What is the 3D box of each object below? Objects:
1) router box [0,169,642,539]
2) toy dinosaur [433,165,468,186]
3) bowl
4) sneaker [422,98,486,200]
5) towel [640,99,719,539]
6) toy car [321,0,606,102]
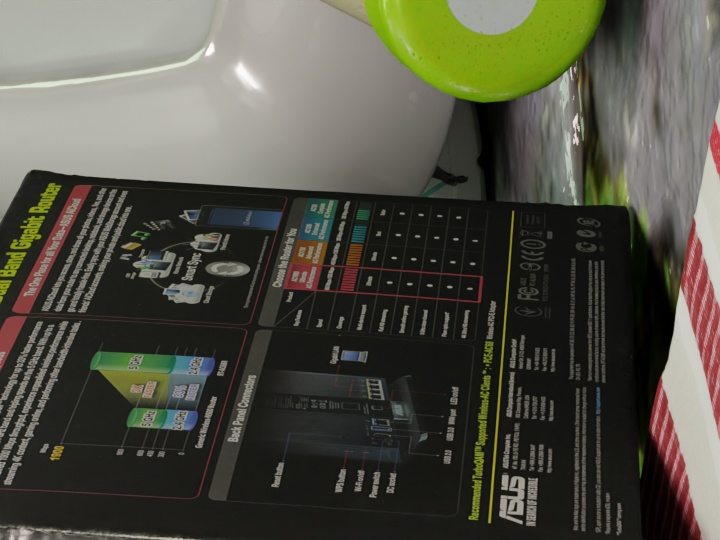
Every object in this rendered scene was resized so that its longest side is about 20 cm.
[{"bbox_3d":[-0.017,0.042,0.621,0.200,0.149,0.062,-77,-9,-69],"label":"router box"},{"bbox_3d":[-0.008,-0.067,0.898,0.088,0.047,0.200,-50,57,16],"label":"toy dinosaur"},{"bbox_3d":[-0.059,-0.111,0.879,0.199,0.075,0.201,0,78,40],"label":"bowl"},{"bbox_3d":[0.000,0.000,0.938,0.070,0.080,0.201,-152,62,-85],"label":"sneaker"},{"bbox_3d":[0.079,0.058,0.501,0.200,0.023,0.145,94,170,-54],"label":"towel"},{"bbox_3d":[0.014,-0.164,0.704,0.201,0.157,0.164,-62,16,7],"label":"toy car"}]
